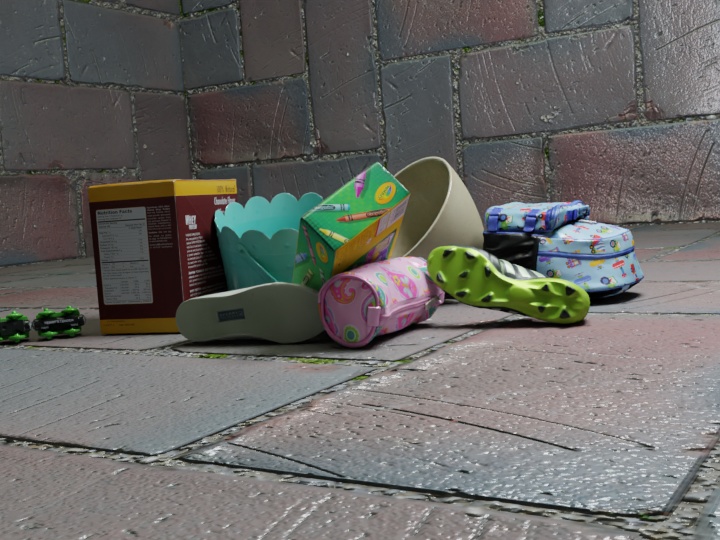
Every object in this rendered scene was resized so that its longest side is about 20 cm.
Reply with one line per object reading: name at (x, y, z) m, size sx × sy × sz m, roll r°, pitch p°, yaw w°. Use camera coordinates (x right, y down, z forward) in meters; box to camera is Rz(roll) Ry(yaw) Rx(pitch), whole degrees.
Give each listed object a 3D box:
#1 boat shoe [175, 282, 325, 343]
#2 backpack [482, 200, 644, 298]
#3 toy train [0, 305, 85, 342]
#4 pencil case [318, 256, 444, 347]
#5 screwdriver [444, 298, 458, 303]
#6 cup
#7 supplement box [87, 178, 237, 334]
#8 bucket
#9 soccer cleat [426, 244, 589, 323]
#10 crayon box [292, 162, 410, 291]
boat shoe at (-0.119, 0.047, 1.069) m, size 0.199 × 0.071 × 0.071 m, roll -4°, pitch 6°, yaw 19°
backpack at (0.287, -0.027, 1.255) m, size 0.199 × 0.136 × 0.182 m, roll 3°, pitch 9°, yaw 36°
toy train at (-0.471, 0.078, 1.207) m, size 0.198 × 0.042 × 0.056 m, roll -6°, pitch -5°, yaw -19°
pencil case at (0.029, 0.033, 1.046) m, size 0.087 × 0.088 × 0.200 m, roll -2°, pitch 4°, yaw 27°
screwdriver at (0.052, 0.035, 1.330) m, size 0.199 × 0.029 × 0.028 m, roll -2°, pitch 5°, yaw 28°
cup at (0.104, -0.044, 1.327) m, size 0.143 × 0.201 × 0.200 m, roll 37°, pitch -18°, yaw -29°
supplement box at (-0.268, -0.026, 1.279) m, size 0.132 × 0.202 × 0.197 m, roll -2°, pitch 5°, yaw 17°
bucket at (-0.102, -0.022, 1.274) m, size 0.205 × 0.136 × 0.207 m, roll -3°, pitch 19°, yaw 1°
soccer cleat at (0.174, 0.021, 1.069) m, size 0.199 × 0.068 × 0.081 m, roll 18°, pitch 0°, yaw 21°
crayon box at (-0.017, -0.023, 1.061) m, size 0.119 × 0.058 × 0.200 m, roll -39°, pitch -17°, yaw -25°
